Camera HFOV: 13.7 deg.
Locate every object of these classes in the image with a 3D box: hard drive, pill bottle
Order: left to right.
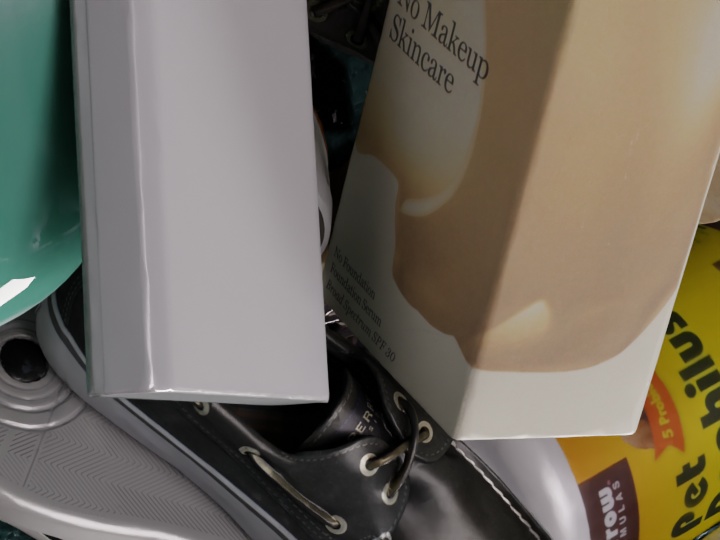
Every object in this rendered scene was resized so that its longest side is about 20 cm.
[{"bbox_3d":[-0.046,-0.063,0.859,0.132,0.026,0.201,10,76,-70],"label":"hard drive"},{"bbox_3d":[0.081,0.061,1.107,0.200,0.109,0.110,-27,119,-31],"label":"pill bottle"}]

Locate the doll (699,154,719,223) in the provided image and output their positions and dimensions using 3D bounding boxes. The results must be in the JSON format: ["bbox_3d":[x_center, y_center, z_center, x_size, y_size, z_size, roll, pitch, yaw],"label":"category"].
[{"bbox_3d":[0.119,-0.047,1.096,0.136,0.048,0.200,-48,179,24],"label":"doll"}]

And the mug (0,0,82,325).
[{"bbox_3d":[-0.151,-0.033,0.846,0.185,0.152,0.115,-54,144,-57],"label":"mug"}]

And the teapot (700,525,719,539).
[{"bbox_3d":[0.173,0.181,1.155,0.197,0.146,0.200,-32,160,-16],"label":"teapot"}]

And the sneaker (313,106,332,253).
[{"bbox_3d":[-0.086,-0.082,0.969,0.073,0.085,0.200,-32,117,24],"label":"sneaker"}]

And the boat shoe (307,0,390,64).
[{"bbox_3d":[0.014,-0.100,0.979,0.201,0.066,0.072,20,124,-35],"label":"boat shoe"}]

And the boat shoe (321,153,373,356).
[{"bbox_3d":[0.000,0.000,1.049,0.200,0.072,0.065,-33,117,-35],"label":"boat shoe"}]

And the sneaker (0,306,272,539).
[{"bbox_3d":[-0.093,0.083,0.997,0.200,0.112,0.073,26,53,-12],"label":"sneaker"}]

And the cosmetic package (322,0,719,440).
[{"bbox_3d":[0.058,-0.058,0.922,0.071,0.105,0.200,0,116,-29],"label":"cosmetic package"}]

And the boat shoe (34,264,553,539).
[{"bbox_3d":[-0.012,0.054,0.947,0.200,0.057,0.069,34,56,-9],"label":"boat shoe"}]
